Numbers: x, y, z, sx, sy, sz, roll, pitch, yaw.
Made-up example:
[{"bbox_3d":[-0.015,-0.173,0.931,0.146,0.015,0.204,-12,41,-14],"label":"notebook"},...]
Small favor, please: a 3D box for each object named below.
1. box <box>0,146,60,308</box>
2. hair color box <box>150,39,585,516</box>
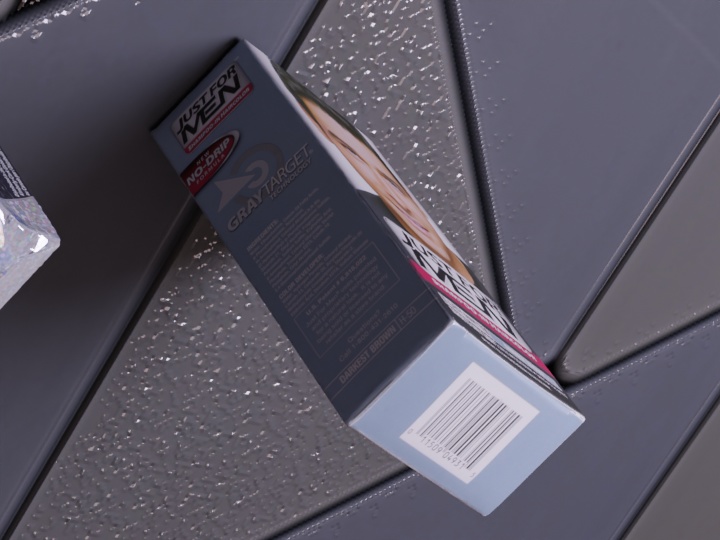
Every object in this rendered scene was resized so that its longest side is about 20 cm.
[{"bbox_3d":[-0.233,0.004,0.942,0.200,0.132,0.115,-47,137,9],"label":"box"},{"bbox_3d":[0.000,0.000,1.040,0.061,0.200,0.099,-45,136,8],"label":"hair color box"}]
